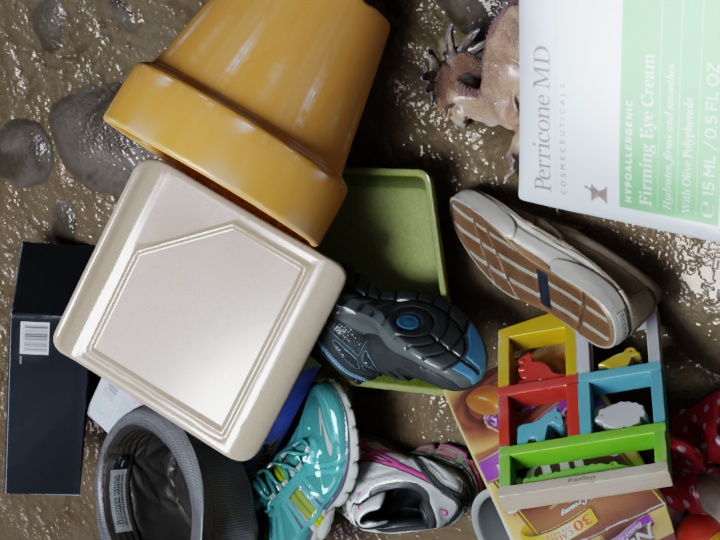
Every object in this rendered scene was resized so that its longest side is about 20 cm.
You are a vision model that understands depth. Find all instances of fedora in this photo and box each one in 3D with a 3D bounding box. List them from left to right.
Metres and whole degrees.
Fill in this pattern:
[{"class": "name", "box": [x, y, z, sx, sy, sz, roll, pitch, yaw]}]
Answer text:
[{"class": "fedora", "box": [-0.151, 0.207, 1.597, 0.200, 0.090, 0.178, 37, 119, 48]}]

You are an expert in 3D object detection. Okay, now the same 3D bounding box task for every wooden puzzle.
[{"class": "wooden puzzle", "box": [-0.133, 0.031, 1.525, 0.199, 0.037, 0.186, 29, 100, 10]}]

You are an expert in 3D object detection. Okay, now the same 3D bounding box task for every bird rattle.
[{"class": "bird rattle", "box": [0.277, 0.204, 1.452, 0.200, 0.113, 0.164, 38, 144, 19]}]

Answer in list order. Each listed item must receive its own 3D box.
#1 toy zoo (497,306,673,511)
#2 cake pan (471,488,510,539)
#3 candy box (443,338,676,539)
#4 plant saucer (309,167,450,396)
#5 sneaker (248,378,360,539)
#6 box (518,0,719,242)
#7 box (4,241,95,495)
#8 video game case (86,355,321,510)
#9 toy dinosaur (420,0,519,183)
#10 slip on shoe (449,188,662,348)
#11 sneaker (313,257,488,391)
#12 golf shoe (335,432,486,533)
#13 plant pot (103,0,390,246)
[{"class": "toy zoo", "box": [0.171, 0.092, 1.427, 0.130, 0.201, 0.021, -11, 134, 14]}, {"class": "cake pan", "box": [0.184, 0.238, 1.523, 0.200, 0.037, 0.201, 31, 150, 20]}, {"class": "candy box", "box": [0.153, 0.150, 1.434, 0.200, 0.116, 0.057, -115, 1, -47]}, {"class": "plant saucer", "box": [0.000, 0.000, 1.586, 0.199, 0.048, 0.201, 4, 112, 34]}, {"class": "sneaker", "box": [-0.058, 0.189, 1.612, 0.077, 0.079, 0.201, 41, 116, 53]}, {"class": "box", "box": [0.224, -0.154, 1.260, 0.171, 0.200, 0.200, 14, 119, 32]}, {"class": "box", "box": [-0.298, 0.094, 1.773, 0.078, 0.141, 0.201, 2, 119, -10]}, {"class": "video game case", "box": [-0.145, 0.108, 1.667, 0.181, 0.045, 0.201, 42, 122, 24]}, {"class": "toy dinosaur", "box": [0.118, -0.163, 1.411, 0.136, 0.086, 0.200, 47, 124, 18]}, {"class": "slip on shoe", "box": [0.153, -0.012, 1.469, 0.200, 0.060, 0.076, 35, 148, 41]}, {"class": "sneaker", "box": [0.024, 0.058, 1.526, 0.199, 0.073, 0.082, 27, 130, 35]}, {"class": "golf shoe", "box": [0.008, 0.192, 1.639, 0.199, 0.092, 0.073, -3, 109, 38]}, {"class": "plant pot", "box": [-0.074, -0.148, 1.471, 0.200, 0.200, 0.184, 29, 88, 22]}]
